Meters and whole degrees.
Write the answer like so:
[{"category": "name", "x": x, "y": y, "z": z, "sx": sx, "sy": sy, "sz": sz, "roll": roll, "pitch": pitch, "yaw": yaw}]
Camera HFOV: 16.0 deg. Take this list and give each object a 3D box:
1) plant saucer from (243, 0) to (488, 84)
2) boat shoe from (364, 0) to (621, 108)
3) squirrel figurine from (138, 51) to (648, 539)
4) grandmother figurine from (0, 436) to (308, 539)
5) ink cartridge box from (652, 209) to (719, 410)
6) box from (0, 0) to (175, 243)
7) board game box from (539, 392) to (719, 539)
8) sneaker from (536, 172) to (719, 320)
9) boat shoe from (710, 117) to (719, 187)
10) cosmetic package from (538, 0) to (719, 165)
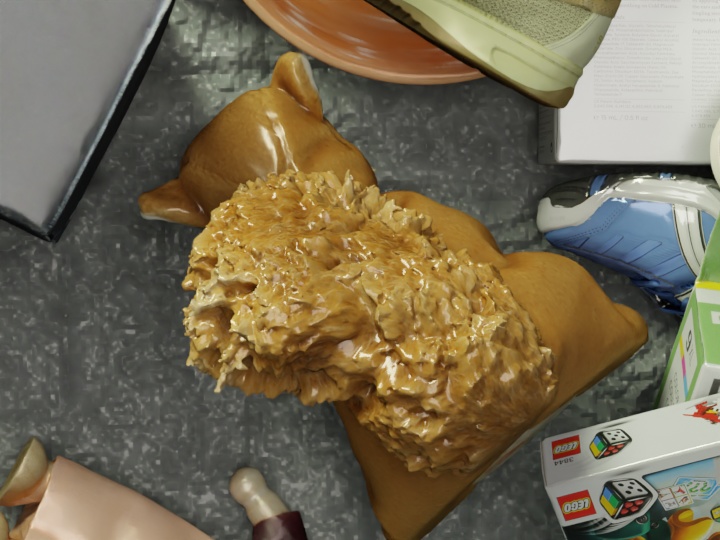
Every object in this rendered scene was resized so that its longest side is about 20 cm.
[{"category": "plant saucer", "x": 0.027, "y": -0.177, "z": 1.040, "sx": 0.199, "sy": 0.037, "sz": 0.201, "roll": -2, "pitch": 105, "yaw": -7}, {"category": "boat shoe", "x": 0.012, "y": -0.135, "z": 0.995, "sx": 0.200, "sy": 0.073, "sz": 0.063, "roll": 30, "pitch": 94, "yaw": -17}, {"category": "squirrel figurine", "x": 0.000, "y": 0.000, "z": 1.026, "sx": 0.141, "sy": 0.200, "sz": 0.187, "roll": -41, "pitch": 82, "yaw": 6}, {"category": "grandmother figurine", "x": -0.064, "y": 0.141, "z": 1.088, "sx": 0.200, "sy": 0.061, "sz": 0.122, "roll": 30, "pitch": 76, "yaw": -8}, {"category": "ink cartridge box", "x": 0.177, "y": 0.066, "z": 1.059, "sx": 0.103, "sy": 0.059, "sz": 0.200, "roll": 10, "pitch": 125, "yaw": -5}, {"category": "box", "x": -0.182, "y": -0.105, "z": 1.001, "sx": 0.200, "sy": 0.197, "sz": 0.118, "roll": 28, "pitch": 87, "yaw": -6}, {"category": "board game box", "x": 0.184, "y": 0.098, "z": 1.023, "sx": 0.199, "sy": 0.035, "sz": 0.127, "roll": -16, "pitch": 124, "yaw": 12}, {"category": "sneaker", "x": 0.168, "y": 0.011, "z": 1.099, "sx": 0.199, "sy": 0.076, "sz": 0.077, "roll": 18, "pitch": 84, "yaw": -5}, {"category": "boat shoe", "x": 0.237, "y": -0.083, "z": 1.057, "sx": 0.200, "sy": 0.060, "sz": 0.072, "roll": -25, "pitch": 95, "yaw": -13}, {"category": "cosmetic package", "x": 0.178, "y": -0.120, "z": 1.111, "sx": 0.199, "sy": 0.052, "sz": 0.151, "roll": 1, "pitch": 92, "yaw": -6}]
